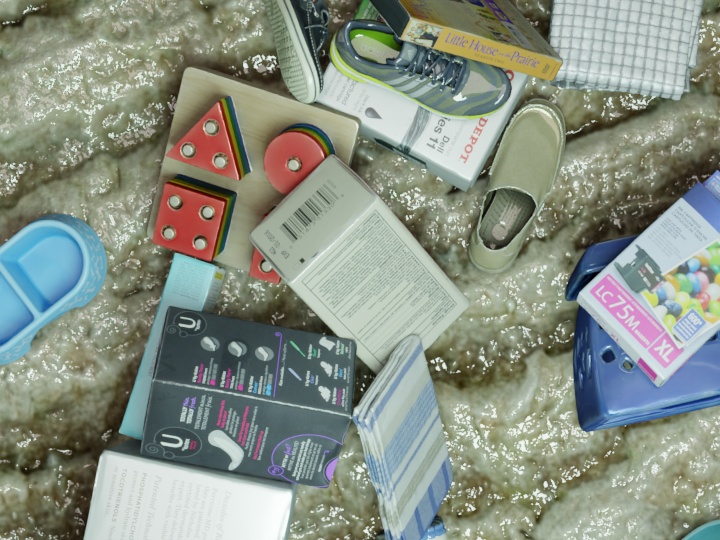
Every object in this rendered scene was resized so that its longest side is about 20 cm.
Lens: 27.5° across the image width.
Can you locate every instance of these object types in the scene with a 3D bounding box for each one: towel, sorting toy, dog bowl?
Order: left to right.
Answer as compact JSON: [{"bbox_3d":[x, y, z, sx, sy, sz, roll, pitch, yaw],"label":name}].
[{"bbox_3d":[-0.374,0.020,1.621,0.200,0.050,0.112,-39,87,-1],"label":"dog bowl"},{"bbox_3d":[-0.122,-0.093,1.574,0.198,0.070,0.200,18,108,6],"label":"sorting toy"},{"bbox_3d":[0.047,0.185,1.527,0.024,0.147,0.201,3,124,28],"label":"towel"},{"bbox_3d":[0.287,-0.288,1.609,0.164,0.086,0.202,6,86,0],"label":"towel"}]

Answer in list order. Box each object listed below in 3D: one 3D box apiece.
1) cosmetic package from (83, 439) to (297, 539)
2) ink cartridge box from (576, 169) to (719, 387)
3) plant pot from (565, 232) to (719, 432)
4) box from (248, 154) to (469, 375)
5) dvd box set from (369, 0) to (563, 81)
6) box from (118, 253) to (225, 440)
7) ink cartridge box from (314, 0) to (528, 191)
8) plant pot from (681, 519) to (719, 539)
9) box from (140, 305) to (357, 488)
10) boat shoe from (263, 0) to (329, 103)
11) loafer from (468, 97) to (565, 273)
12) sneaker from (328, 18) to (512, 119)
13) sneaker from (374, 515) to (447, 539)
[{"bbox_3d":[-0.178,0.282,1.546,0.198,0.167,0.168,11,88,1],"label":"cosmetic package"},{"bbox_3d":[0.322,0.002,1.437,0.200,0.042,0.119,-41,77,-10],"label":"ink cartridge box"},{"bbox_3d":[0.315,0.057,1.538,0.198,0.200,0.181,-12,80,0],"label":"plant pot"},{"bbox_3d":[0.000,0.000,1.534,0.128,0.109,0.200,-43,131,-1],"label":"box"},{"bbox_3d":[0.101,-0.265,1.541,0.199,0.147,0.030,9,122,-33],"label":"dvd box set"},{"bbox_3d":[-0.203,0.086,1.599,0.049,0.082,0.202,17,87,3],"label":"box"},{"bbox_3d":[0.067,-0.198,1.606,0.199,0.083,0.147,28,88,2],"label":"ink cartridge box"},{"bbox_3d":[0.411,0.392,1.527,0.187,0.200,0.201,33,88,-13],"label":"plant pot"},{"bbox_3d":[-0.112,0.128,1.487,0.198,0.123,0.107,11,43,-7],"label":"box"},{"bbox_3d":[-0.062,-0.263,1.588,0.062,0.075,0.201,-4,51,-14],"label":"boat shoe"},{"bbox_3d":[0.175,-0.093,1.606,0.075,0.068,0.202,18,88,2],"label":"loafer"},{"bbox_3d":[0.060,-0.210,1.524,0.198,0.081,0.075,16,88,3],"label":"sneaker"},{"bbox_3d":[0.009,0.338,1.582,0.198,0.077,0.086,-20,97,-7],"label":"sneaker"}]
